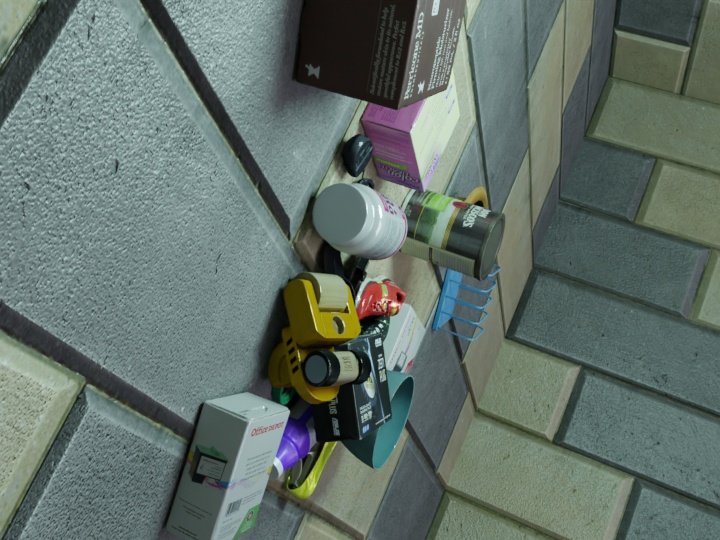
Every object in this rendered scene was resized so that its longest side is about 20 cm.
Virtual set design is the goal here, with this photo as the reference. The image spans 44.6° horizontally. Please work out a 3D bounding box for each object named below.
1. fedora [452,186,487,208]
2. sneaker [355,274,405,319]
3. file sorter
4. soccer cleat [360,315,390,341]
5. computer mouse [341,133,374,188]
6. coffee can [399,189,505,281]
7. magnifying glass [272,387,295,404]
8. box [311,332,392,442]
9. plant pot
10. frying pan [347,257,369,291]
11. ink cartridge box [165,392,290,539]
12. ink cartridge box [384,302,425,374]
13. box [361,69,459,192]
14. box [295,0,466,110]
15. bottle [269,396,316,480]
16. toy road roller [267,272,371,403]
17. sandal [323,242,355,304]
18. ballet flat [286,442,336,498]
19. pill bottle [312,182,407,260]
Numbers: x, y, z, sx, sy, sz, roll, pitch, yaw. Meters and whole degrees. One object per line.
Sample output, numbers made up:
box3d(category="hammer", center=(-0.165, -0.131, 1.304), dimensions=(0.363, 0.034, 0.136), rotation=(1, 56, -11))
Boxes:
box3d(category="fedora", center=(0.237, -0.123, 2.128), dimensions=(0.201, 0.081, 0.203), rotation=(-47, 149, -39))
box3d(category="sneaker", center=(0.038, 0.059, 1.722), dimensions=(0.200, 0.084, 0.078), rotation=(-29, 147, -63))
box3d(category="file sorter", center=(0.295, 0.071, 2.415), dimensions=(0.139, 0.121, 0.203), rotation=(-27, 133, -64))
box3d(category="soccer cleat", center=(0.001, 0.137, 1.751), dimensions=(0.201, 0.067, 0.082), rotation=(-60, 146, -29))
box3d(category="computer mouse", center=(-0.004, -0.174, 1.495), dimensions=(0.059, 0.034, 0.200), rotation=(-56, 164, -16))
box3d(category="coffee can", center=(0.188, -0.078, 1.849), dimensions=(0.147, 0.197, 0.148), rotation=(-54, 155, -40))
box3d(category="magnifying glass", center=(-0.102, 0.136, 1.526), dimensions=(0.202, 0.022, 0.080), rotation=(-65, 160, -12))
box3d(category="box", center=(-0.017, 0.207, 1.584), dimensions=(0.200, 0.085, 0.167), rotation=(-2, 85, -72))
box3d(category="plant pot", center=(0.011, 0.288, 1.805), dimensions=(0.201, 0.133, 0.202), rotation=(-54, 155, -41))
box3d(category="frying pan", center=(-0.006, 0.014, 1.593), dimensions=(0.190, 0.031, 0.116), rotation=(-62, 177, -63))
box3d(category="ink cartridge box", center=(-0.195, 0.294, 1.312), dimensions=(0.145, 0.083, 0.203), rotation=(6, 103, -71))
box3d(category="ink cartridge box", center=(0.066, 0.154, 1.911), dimensions=(0.149, 0.085, 0.200), rotation=(-67, 162, -12))
box3d(category="box", center=(0.094, -0.273, 1.562), dimensions=(0.178, 0.095, 0.200), rotation=(-65, 159, -18))
box3d(category="box", center=(0.033, -0.336, 1.224), dimensions=(0.200, 0.162, 0.168), rotation=(-37, 142, -58))
box3d(category="bottle", center=(-0.114, 0.291, 1.566), dimensions=(0.200, 0.064, 0.085), rotation=(-47, 145, -49))
box3d(category="toy road roller", center=(-0.084, 0.115, 1.427), dimensions=(0.122, 0.145, 0.203), rotation=(6, 67, -55))
box3d(category="sandal", center=(-0.033, 0.043, 1.536), dimensions=(0.077, 0.042, 0.202), rotation=(-78, 167, -49))
box3d(category="ballet flat", center=(-0.090, 0.344, 1.698), dimensions=(0.067, 0.066, 0.203), rotation=(28, 83, -50))
box3d(category="pill bottle", center=(0.000, -0.081, 1.453), dimensions=(0.200, 0.112, 0.115), rotation=(12, 97, -71))
